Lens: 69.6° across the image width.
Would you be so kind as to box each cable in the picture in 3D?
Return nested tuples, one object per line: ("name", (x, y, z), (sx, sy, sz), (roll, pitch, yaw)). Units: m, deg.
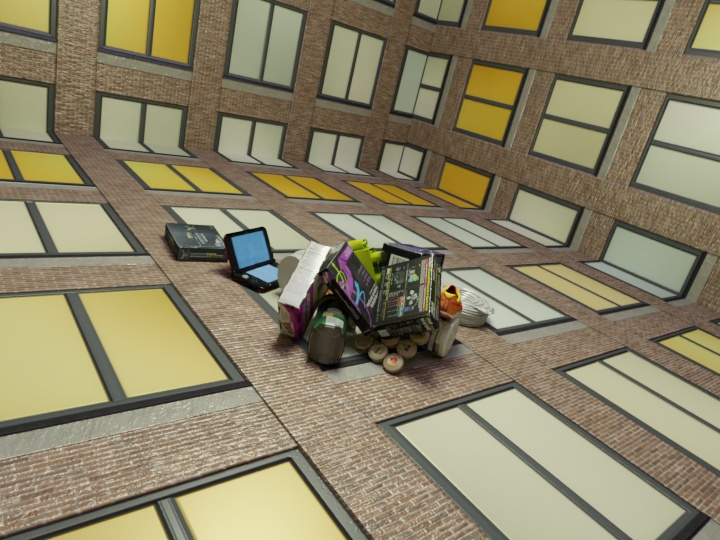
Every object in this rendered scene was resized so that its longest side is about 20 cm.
("cable", (0.318, 0.105, 1.655), (0.198, 0.070, 0.200), (15, 19, 2))

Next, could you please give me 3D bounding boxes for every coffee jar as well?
("coffee jar", (-0.073, 0.134, 1.249), (0.084, 0.105, 0.200), (12, 19, -1))

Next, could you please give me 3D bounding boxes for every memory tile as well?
("memory tile", (0.092, 0.152, 1.284), (0.153, 0.017, 0.200), (30, 60, 36))

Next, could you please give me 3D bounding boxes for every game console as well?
("game console", (-0.288, -0.038, 1.538), (0.171, 0.120, 0.200), (22, 22, 22))

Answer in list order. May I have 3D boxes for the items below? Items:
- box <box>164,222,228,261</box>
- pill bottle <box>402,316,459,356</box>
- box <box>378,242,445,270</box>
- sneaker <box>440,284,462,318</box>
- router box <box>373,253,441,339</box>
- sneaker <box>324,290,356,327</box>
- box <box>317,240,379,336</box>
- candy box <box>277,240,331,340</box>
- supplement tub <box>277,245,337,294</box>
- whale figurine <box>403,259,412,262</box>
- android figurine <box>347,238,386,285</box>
("box", (-0.513, -0.090, 1.619), (0.156, 0.052, 0.200), (0, 25, -32))
("pill bottle", (0.153, 0.140, 1.378), (0.198, 0.112, 0.111), (23, 21, 21))
("box", (0.171, -0.024, 1.711), (0.147, 0.105, 0.199), (18, 10, 29))
("sneaker", (0.240, 0.074, 1.350), (0.072, 0.078, 0.200), (19, 8, 9))
("router box", (0.120, 0.063, 1.281), (0.149, 0.062, 0.201), (-15, 42, 26))
("sneaker", (-0.058, 0.056, 1.397), (0.089, 0.078, 0.202), (-3, 66, -7))
("box", (-0.012, 0.043, 1.279), (0.201, 0.036, 0.143), (55, 32, -16))
("candy box", (-0.134, 0.047, 1.268), (0.060, 0.137, 0.201), (18, 52, 10))
("supplement tub", (-0.125, 0.008, 1.489), (0.144, 0.146, 0.199), (28, 23, 34))
("whale figurine", (0.164, 0.061, 1.505), (0.158, 0.103, 0.202), (25, 49, -36))
("android figurine", (0.000, 0.000, 1.551), (0.199, 0.184, 0.041), (-11, 6, 40))
